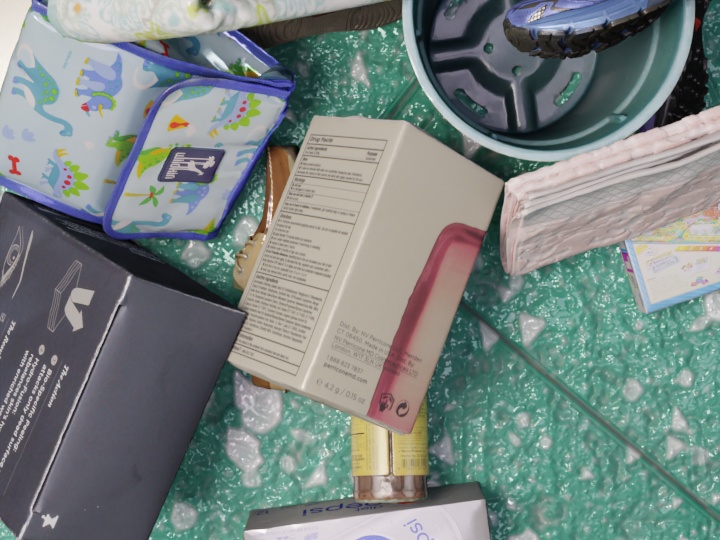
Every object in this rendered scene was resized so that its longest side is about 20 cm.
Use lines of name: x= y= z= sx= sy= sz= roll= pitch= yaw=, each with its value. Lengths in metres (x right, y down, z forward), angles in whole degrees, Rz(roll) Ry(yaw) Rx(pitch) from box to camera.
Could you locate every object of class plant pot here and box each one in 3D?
plant pot: x=0.125 y=-0.179 z=0.945 sx=0.197 sy=0.196 sz=0.203 roll=0 pitch=93 yaw=-1

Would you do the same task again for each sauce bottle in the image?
sauce bottle: x=0.023 y=0.084 z=1.014 sx=0.064 sy=0.065 sz=0.203 roll=0 pitch=80 yaw=0

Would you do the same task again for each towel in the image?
towel: x=-0.081 y=-0.185 z=0.830 sx=0.199 sy=0.170 sz=0.049 roll=-21 pitch=107 yaw=-39
towel: x=0.198 y=-0.057 z=0.923 sx=0.198 sy=0.191 sz=0.033 roll=-19 pitch=76 yaw=1

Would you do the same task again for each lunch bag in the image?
lunch bag: x=-0.168 y=-0.120 z=0.959 sx=0.198 sy=0.128 sz=0.171 roll=23 pitch=130 yaw=-15

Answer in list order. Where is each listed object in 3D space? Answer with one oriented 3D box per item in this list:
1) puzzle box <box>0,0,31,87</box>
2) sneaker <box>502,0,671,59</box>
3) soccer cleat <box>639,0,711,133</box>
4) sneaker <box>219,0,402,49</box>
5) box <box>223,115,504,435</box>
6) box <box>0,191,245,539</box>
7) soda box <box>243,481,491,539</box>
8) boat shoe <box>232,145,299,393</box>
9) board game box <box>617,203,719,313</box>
puzzle box: x=-0.240 y=-0.225 z=1.027 sx=0.198 sy=0.025 sz=0.135 roll=-15 pitch=93 yaw=1
sneaker: x=0.177 y=-0.200 z=0.818 sx=0.198 sy=0.075 sz=0.079 roll=-27 pitch=84 yaw=-7
soccer cleat: x=0.235 y=-0.181 z=1.006 sx=0.073 sy=0.068 sz=0.203 roll=3 pitch=85 yaw=35
sneaker: x=-0.036 y=-0.248 z=1.004 sx=0.198 sy=0.075 sz=0.107 roll=-15 pitch=65 yaw=-16
box: x=0.000 y=0.000 z=0.929 sx=0.108 sy=0.127 sz=0.202 roll=26 pitch=83 yaw=-34
box: x=-0.217 y=0.074 z=0.950 sx=0.117 sy=0.199 sz=0.199 roll=21 pitch=95 yaw=-46
soda box: x=0.007 y=0.222 z=1.031 sx=0.197 sy=0.068 sz=0.064 roll=-7 pitch=93 yaw=0
boat shoe: x=-0.068 y=0.002 z=1.017 sx=0.073 sy=0.076 sz=0.203 roll=-4 pitch=92 yaw=3
board game box: x=0.304 y=-0.061 z=1.033 sx=0.198 sy=0.034 sz=0.136 roll=-18 pitch=93 yaw=1
